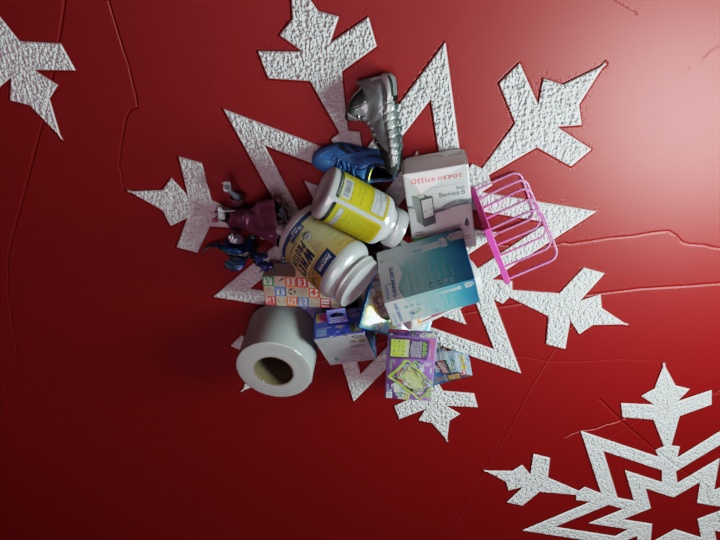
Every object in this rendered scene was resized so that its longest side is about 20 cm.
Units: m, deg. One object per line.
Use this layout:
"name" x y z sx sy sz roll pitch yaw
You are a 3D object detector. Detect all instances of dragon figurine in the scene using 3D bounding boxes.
"dragon figurine" -0.300 -0.040 1.355 0.194 0.100 0.060 2 123 3

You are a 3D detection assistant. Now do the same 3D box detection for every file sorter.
"file sorter" 0.326 -0.101 1.207 0.123 0.202 0.141 -22 119 15

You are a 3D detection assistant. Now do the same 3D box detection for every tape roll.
"tape roll" -0.212 0.209 1.470 0.197 0.141 0.206 4 129 5

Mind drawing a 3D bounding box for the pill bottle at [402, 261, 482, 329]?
"pill bottle" 0.179 0.050 1.328 0.196 0.114 0.116 -21 123 -14

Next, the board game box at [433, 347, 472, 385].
"board game box" 0.185 0.247 1.470 0.195 0.063 0.201 -13 149 11

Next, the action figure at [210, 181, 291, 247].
"action figure" -0.256 -0.126 1.318 0.195 0.148 0.138 8 91 20

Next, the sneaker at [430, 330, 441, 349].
"sneaker" 0.130 0.175 1.461 0.199 0.091 0.066 38 119 -18

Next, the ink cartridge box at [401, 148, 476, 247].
"ink cartridge box" 0.174 -0.150 1.254 0.141 0.085 0.204 -8 122 9

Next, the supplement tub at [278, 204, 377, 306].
"supplement tub" -0.071 -0.033 1.260 0.199 0.143 0.146 41 123 17

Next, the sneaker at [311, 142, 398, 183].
"sneaker" -0.012 -0.229 1.226 0.194 0.079 0.067 6 125 3

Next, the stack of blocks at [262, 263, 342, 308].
"stack of blocks" -0.139 0.025 1.386 0.194 0.059 0.118 2 123 4

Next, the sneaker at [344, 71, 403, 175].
"sneaker" 0.025 -0.299 1.175 0.112 0.075 0.206 -2 102 16

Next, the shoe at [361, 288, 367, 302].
"shoe" 0.000 0.000 1.372 0.052 0.071 0.203 -19 122 7

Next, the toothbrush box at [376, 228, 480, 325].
"toothbrush box" 0.142 0.014 1.213 0.195 0.149 0.086 -16 138 8

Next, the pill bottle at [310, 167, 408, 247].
"pill bottle" 0.001 -0.128 1.210 0.197 0.114 0.113 25 122 -21

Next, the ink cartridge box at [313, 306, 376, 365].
"ink cartridge box" -0.039 0.161 1.430 0.133 0.078 0.201 -8 149 9

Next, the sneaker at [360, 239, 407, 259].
"sneaker" 0.059 -0.046 1.337 0.199 0.075 0.080 39 118 -19

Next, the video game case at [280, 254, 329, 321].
"video game case" -0.139 0.041 1.442 0.139 0.019 0.204 9 124 0

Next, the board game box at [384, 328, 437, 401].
"board game box" 0.120 0.230 1.362 0.117 0.033 0.204 6 123 7

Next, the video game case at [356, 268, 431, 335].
"video game case" 0.096 0.090 1.378 0.196 0.018 0.147 17 88 -27
